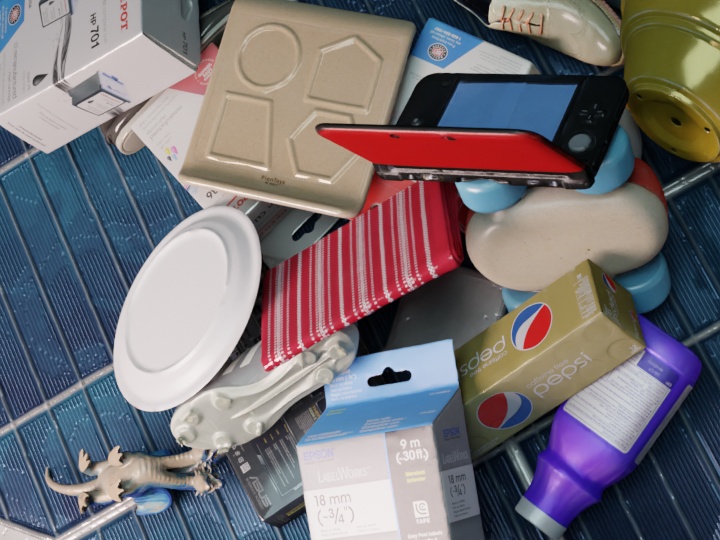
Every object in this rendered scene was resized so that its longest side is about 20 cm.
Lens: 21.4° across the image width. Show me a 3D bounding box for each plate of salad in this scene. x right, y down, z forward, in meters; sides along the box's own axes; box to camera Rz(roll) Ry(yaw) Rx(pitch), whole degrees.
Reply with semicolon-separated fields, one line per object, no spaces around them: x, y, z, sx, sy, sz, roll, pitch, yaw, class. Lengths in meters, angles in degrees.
-0.152;0.037;1.734;0.199;0.048;0.202;-29;46;34;plate of salad

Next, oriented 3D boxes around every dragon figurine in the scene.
-0.208;0.195;1.772;0.199;0.099;0.060;-21;68;45;dragon figurine

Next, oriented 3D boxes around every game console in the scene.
0.093;-0.132;1.541;0.198;0.119;0.173;5;50;30;game console

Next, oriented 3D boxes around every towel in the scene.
0.000;0.000;1.641;0.199;0.023;0.145;-30;29;16;towel

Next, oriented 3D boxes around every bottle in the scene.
0.209;0.138;1.644;0.083;0.065;0.201;35;90;25;bottle

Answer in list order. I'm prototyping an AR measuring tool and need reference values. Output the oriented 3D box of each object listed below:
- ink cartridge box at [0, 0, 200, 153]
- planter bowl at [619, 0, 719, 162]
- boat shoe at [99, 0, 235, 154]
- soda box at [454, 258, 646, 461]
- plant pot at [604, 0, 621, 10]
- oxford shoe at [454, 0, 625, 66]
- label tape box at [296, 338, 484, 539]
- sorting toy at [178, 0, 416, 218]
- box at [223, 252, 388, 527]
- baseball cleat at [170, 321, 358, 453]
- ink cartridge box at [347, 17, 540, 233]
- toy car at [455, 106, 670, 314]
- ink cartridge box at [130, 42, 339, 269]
-0.256;-0.226;1.837;0.199;0.086;0.148;-26;54;30;ink cartridge box
0.284;-0.151;1.608;0.199;0.201;0.084;30;71;22;planter bowl
-0.184;-0.203;1.859;0.200;0.067;0.057;-46;72;7;boat shoe
0.145;0.079;1.641;0.199;0.068;0.064;-36;40;26;soda box
0.289;-0.314;1.660;0.199;0.196;0.196;38;86;11;plant pot
0.154;-0.231;1.737;0.199;0.071;0.074;32;47;30;oxford shoe
0.021;0.170;1.629;0.143;0.063;0.202;-12;85;33;label tape box
-0.056;-0.151;1.753;0.183;0.037;0.202;12;74;20;sorting toy
-0.064;0.109;1.751;0.157;0.051;0.201;-35;68;8;box
-0.080;0.088;1.700;0.199;0.070;0.107;-28;28;20;baseball cleat
0.073;-0.113;1.749;0.115;0.067;0.201;27;87;23;ink cartridge box
0.182;-0.087;1.679;0.175;0.185;0.201;-10;45;17;toy car
-0.109;-0.103;1.808;0.117;0.067;0.200;-45;67;3;ink cartridge box
